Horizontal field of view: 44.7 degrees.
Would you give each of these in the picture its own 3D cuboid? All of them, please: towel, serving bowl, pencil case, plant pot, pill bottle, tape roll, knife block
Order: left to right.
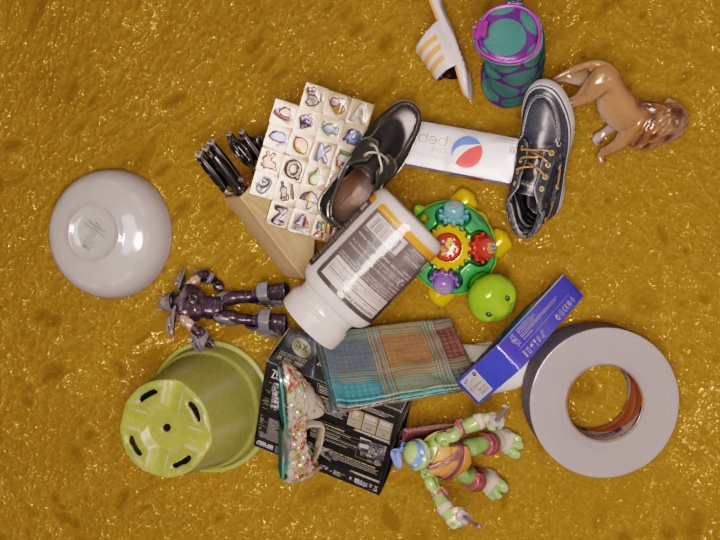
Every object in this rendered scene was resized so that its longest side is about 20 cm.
[{"bbox_3d":[-0.392,-0.056,1.333,0.198,0.066,0.202,0,92,11],"label":"serving bowl"},{"bbox_3d":[-0.245,0.209,1.249,0.198,0.184,0.203,0,91,11],"label":"plant pot"},{"bbox_3d":[-0.150,-0.094,1.237,0.174,0.064,0.202,2,93,-31],"label":"knife block"},{"bbox_3d":[0.000,0.000,1.141,0.116,0.116,0.200,45,97,7],"label":"pill bottle"},{"bbox_3d":[0.045,0.120,1.167,0.198,0.147,0.022,-7,128,-10],"label":"towel"},{"bbox_3d":[0.194,-0.278,1.146,0.092,0.200,0.086,26,89,12],"label":"pencil case"},{"bbox_3d":[0.321,0.172,1.181,0.198,0.066,0.203,0,96,-1],"label":"tape roll"}]

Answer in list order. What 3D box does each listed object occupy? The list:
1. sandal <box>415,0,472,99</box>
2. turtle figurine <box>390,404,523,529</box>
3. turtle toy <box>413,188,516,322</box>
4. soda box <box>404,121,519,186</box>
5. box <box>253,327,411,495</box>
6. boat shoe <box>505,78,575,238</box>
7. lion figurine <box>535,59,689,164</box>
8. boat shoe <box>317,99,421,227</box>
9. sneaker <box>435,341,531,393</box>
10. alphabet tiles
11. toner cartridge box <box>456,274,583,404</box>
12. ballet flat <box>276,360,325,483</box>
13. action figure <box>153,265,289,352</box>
[{"bbox_3d":[0.103,-0.327,1.232,0.059,0.079,0.208,-21,78,12],"label":"sandal"},{"bbox_3d":[0.159,0.264,1.154,0.199,0.193,0.145,-17,70,36],"label":"turtle figurine"},{"bbox_3d":[0.140,-0.014,1.213,0.146,0.101,0.200,-42,83,9],"label":"turtle toy"},{"bbox_3d":[0.123,-0.168,1.230,0.198,0.068,0.064,12,93,11],"label":"soda box"},{"bbox_3d":[-0.037,0.197,1.224,0.198,0.086,0.165,19,124,11],"label":"box"},{"bbox_3d":[0.234,-0.142,1.151,0.070,0.091,0.202,12,128,29],"label":"boat shoe"},{"bbox_3d":[0.337,-0.220,1.157,0.199,0.073,0.122,34,130,-29],"label":"lion figurine"},{"bbox_3d":[0.019,-0.141,1.176,0.072,0.068,0.201,37,92,-10],"label":"boat shoe"},{"bbox_3d":[0.143,0.137,1.226,0.198,0.080,0.077,4,90,9],"label":"sneaker"},{"bbox_3d":[-0.056,-0.146,1.201,0.165,0.006,0.202,16,98,-11],"label":"alphabet tiles"},{"bbox_3d":[0.211,0.087,1.143,0.043,0.200,0.095,47,134,6],"label":"toner cartridge box"},{"bbox_3d":[-0.079,0.198,1.159,0.063,0.076,0.202,-5,126,-11],"label":"ballet flat"},{"bbox_3d":[-0.205,0.057,1.283,0.198,0.069,0.131,4,68,0],"label":"action figure"}]
